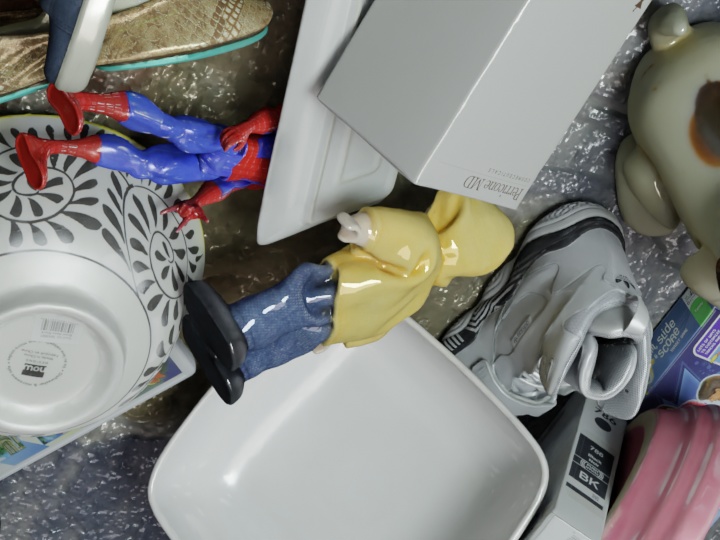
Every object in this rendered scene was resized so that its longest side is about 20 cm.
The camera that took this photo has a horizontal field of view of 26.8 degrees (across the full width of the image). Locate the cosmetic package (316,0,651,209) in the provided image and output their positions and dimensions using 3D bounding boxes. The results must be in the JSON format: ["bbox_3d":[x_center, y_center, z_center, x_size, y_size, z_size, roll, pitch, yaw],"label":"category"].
[{"bbox_3d":[0.080,-0.140,0.763,0.107,0.085,0.201,6,119,-54],"label":"cosmetic package"}]

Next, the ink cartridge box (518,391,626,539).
[{"bbox_3d":[0.124,0.147,0.962,0.039,0.200,0.100,33,117,0],"label":"ink cartridge box"}]

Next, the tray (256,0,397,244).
[{"bbox_3d":[0.004,-0.104,0.813,0.107,0.022,0.201,-23,139,-43],"label":"tray"}]

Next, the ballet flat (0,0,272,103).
[{"bbox_3d":[-0.144,-0.128,0.762,0.198,0.071,0.066,-16,115,-8],"label":"ballet flat"}]

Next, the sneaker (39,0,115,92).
[{"bbox_3d":[-0.146,-0.185,0.691,0.084,0.075,0.202,5,98,-12],"label":"sneaker"}]

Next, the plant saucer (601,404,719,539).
[{"bbox_3d":[0.165,0.164,0.957,0.051,0.201,0.201,33,116,1],"label":"plant saucer"}]

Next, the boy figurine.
[{"bbox_3d":[0.000,0.000,0.848,0.199,0.065,0.125,-27,154,-20],"label":"boy figurine"}]

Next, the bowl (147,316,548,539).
[{"bbox_3d":[-0.005,0.131,0.924,0.200,0.200,0.075,-48,168,-1],"label":"bowl"}]

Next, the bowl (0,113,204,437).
[{"bbox_3d":[-0.176,0.026,0.822,0.199,0.095,0.202,-9,128,-11],"label":"bowl"}]

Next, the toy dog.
[{"bbox_3d":[0.234,-0.046,0.839,0.138,0.201,0.195,-20,129,0],"label":"toy dog"}]

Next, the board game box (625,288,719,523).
[{"bbox_3d":[0.231,0.110,1.061,0.134,0.035,0.201,21,118,-28],"label":"board game box"}]

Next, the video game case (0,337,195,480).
[{"bbox_3d":[-0.227,0.045,0.896,0.199,0.022,0.183,-29,128,6],"label":"video game case"}]

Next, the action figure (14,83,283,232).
[{"bbox_3d":[-0.083,-0.062,0.810,0.199,0.052,0.066,-2,138,-46],"label":"action figure"}]

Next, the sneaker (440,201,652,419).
[{"bbox_3d":[0.109,0.063,0.942,0.075,0.115,0.201,18,120,-26],"label":"sneaker"}]
